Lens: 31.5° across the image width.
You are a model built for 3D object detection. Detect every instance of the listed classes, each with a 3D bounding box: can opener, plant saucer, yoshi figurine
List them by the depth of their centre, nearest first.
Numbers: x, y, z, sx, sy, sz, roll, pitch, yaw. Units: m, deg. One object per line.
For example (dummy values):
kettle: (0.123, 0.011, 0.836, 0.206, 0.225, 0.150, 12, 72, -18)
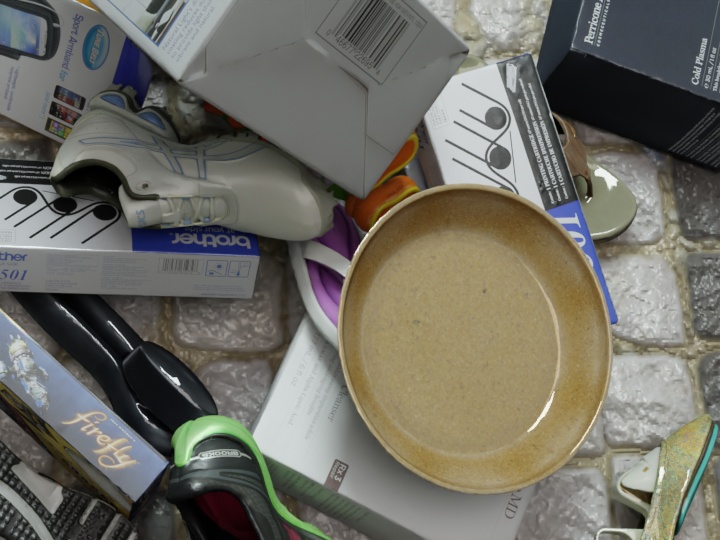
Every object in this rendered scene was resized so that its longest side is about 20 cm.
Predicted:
plant saucer: (0.072, 0.045, 0.841, 0.197, 0.035, 0.204, 4, 78, -20)
can opener: (-0.174, 0.054, 0.897, 0.200, 0.063, 0.079, 43, 113, 15)
yoshi figurine: (-0.031, -0.121, 0.945, 0.199, 0.111, 0.113, 38, 104, 28)

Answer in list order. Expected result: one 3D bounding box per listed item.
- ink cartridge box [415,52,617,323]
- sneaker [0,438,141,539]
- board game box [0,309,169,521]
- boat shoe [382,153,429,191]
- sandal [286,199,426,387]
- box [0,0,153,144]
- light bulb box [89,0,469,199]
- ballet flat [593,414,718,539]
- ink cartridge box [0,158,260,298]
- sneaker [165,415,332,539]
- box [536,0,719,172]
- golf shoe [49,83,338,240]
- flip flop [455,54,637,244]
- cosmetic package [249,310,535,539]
ink cartridge box: (0.107, -0.043, 0.917, 0.093, 0.044, 0.203, -18, 89, -13)
sneaker: (-0.220, 0.166, 0.852, 0.200, 0.080, 0.074, 45, 66, -16)
board game box: (-0.214, 0.081, 0.839, 0.200, 0.136, 0.035, 42, 70, 1)
boat shoe: (0.079, -0.053, 0.982, 0.090, 0.071, 0.202, -30, 89, -20)
sandal: (-0.006, 0.000, 0.901, 0.081, 0.050, 0.204, 6, 37, -35)
box: (-0.242, -0.167, 0.915, 0.198, 0.120, 0.042, 24, 38, -6)
light bulb box: (-0.071, -0.174, 0.802, 0.125, 0.198, 0.200, -52, 54, 7)
ballet flat: (0.209, 0.190, 0.941, 0.070, 0.071, 0.202, 24, 70, -4)
ink cartridge box: (-0.174, -0.030, 0.902, 0.197, 0.045, 0.095, 2, 43, -16)
sneaker: (-0.068, 0.190, 0.840, 0.201, 0.076, 0.084, 53, 29, -21)
box: (0.254, -0.214, 1.045, 0.180, 0.104, 0.203, 19, 71, -7)
golf shoe: (-0.116, -0.049, 0.861, 0.197, 0.079, 0.098, 18, 47, 16)
flip flop: (0.137, -0.100, 1.009, 0.200, 0.058, 0.081, 46, 70, 4)
cosmetic package: (0.023, 0.129, 0.906, 0.198, 0.081, 0.114, 25, 68, -3)
